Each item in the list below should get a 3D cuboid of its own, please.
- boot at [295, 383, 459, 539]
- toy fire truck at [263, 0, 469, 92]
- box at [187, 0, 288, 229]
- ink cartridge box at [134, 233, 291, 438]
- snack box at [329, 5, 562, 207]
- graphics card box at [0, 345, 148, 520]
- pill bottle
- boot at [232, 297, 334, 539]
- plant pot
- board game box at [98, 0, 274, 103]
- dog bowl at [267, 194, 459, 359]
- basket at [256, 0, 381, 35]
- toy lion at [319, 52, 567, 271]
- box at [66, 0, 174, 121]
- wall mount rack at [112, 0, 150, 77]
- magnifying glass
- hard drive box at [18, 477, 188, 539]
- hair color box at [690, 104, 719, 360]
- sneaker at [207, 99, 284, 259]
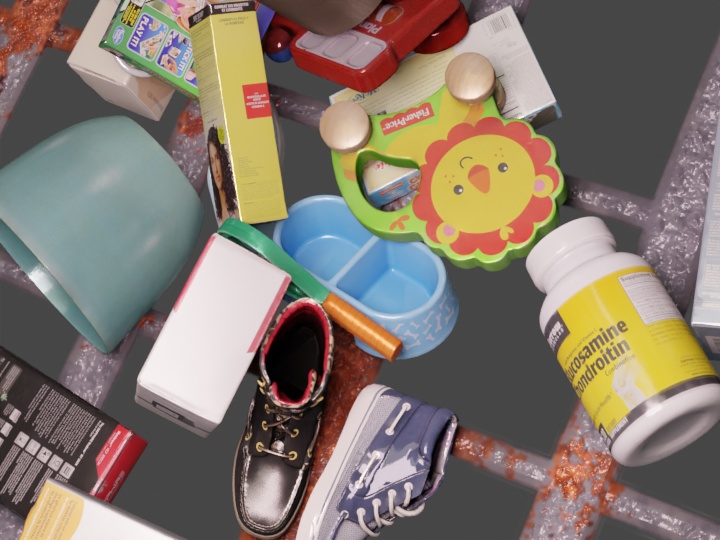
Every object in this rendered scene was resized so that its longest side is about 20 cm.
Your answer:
[{"bbox_3d":[0.013,0.201,1.563,0.090,0.073,0.202,14,75,28],"label":"boot"},{"bbox_3d":[-0.006,-0.248,1.678,0.168,0.113,0.199,-42,43,-22],"label":"toy fire truck"},{"bbox_3d":[-0.113,-0.141,1.628,0.050,0.075,0.203,-8,89,-22],"label":"box"},{"bbox_3d":[-0.136,0.063,1.593,0.083,0.200,0.146,26,79,-3],"label":"ink cartridge box"},{"bbox_3d":[0.080,-0.156,1.695,0.198,0.037,0.117,-26,64,8],"label":"snack box"},{"bbox_3d":[-0.314,0.165,1.701,0.199,0.051,0.126,28,82,24],"label":"graphics card box"},{"bbox_3d":[0.222,0.058,1.526,0.111,0.112,0.201,-31,63,5],"label":"pill bottle"},{"bbox_3d":[-0.067,0.128,1.572,0.072,0.151,0.202,17,72,2],"label":"boot"},{"bbox_3d":[-0.245,-0.048,1.684,0.161,0.201,0.200,-41,63,-13],"label":"plant pot"},{"bbox_3d":[-0.143,-0.268,1.675,0.134,0.029,0.202,28,80,-18],"label":"board game box"},{"bbox_3d":[0.000,0.000,1.637,0.199,0.050,0.111,31,61,25],"label":"dog bowl"},{"bbox_3d":[-0.069,-0.304,1.563,0.180,0.200,0.137,-40,48,11],"label":"basket"},{"bbox_3d":[0.081,-0.085,1.613,0.198,0.069,0.194,-20,70,8],"label":"toy lion"},{"bbox_3d":[-0.205,-0.265,1.802,0.077,0.095,0.202,22,80,24],"label":"box"},{"bbox_3d":[-0.178,-0.290,1.712,0.174,0.074,0.200,44,74,-13],"label":"wall mount rack"},{"bbox_3d":[-0.047,0.018,1.584,0.199,0.080,0.022,33,73,15],"label":"magnifying glass"},{"bbox_3d":[-0.216,0.297,1.576,0.198,0.077,0.157,22,81,9],"label":"hard drive box"},{"bbox_3d":[0.331,-0.031,1.529,0.060,0.099,0.202,5,72,21],"label":"hair color box"},{"bbox_3d":[-0.114,-0.113,1.719,0.073,0.082,0.202,-16,67,10],"label":"sneaker"}]
